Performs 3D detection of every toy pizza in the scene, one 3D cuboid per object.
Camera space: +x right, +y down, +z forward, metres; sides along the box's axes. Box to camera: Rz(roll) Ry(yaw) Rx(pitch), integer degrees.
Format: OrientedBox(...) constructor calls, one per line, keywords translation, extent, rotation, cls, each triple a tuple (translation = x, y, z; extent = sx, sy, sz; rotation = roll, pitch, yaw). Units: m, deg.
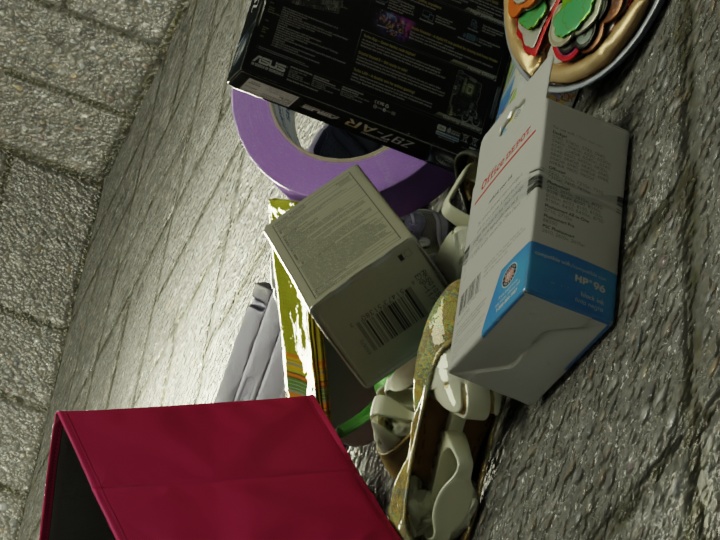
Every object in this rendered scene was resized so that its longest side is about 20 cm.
OrientedBox(translation=(0.156, -0.224, 1.555), extent=(0.200, 0.032, 0.201), rotation=(-32, 50, 49), cls="toy pizza")

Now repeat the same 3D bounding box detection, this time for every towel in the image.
OrientedBox(translation=(-0.052, 0.043, 1.770), extent=(0.086, 0.018, 0.201), rotation=(-170, 74, -66), cls="towel")

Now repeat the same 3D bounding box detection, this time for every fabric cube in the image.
OrientedBox(translation=(-0.106, 0.224, 1.547), extent=(0.200, 0.198, 0.197), rotation=(-126, 41, -52), cls="fabric cube")

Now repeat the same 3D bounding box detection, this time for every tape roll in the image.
OrientedBox(translation=(0.000, -0.142, 1.767), extent=(0.066, 0.199, 0.201), rotation=(43, -118, -66), cls="tape roll")

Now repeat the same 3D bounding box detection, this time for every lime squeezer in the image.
OrientedBox(translation=(0.014, 0.070, 1.711), extent=(0.038, 0.070, 0.200), rotation=(-44, 26, 27), cls="lime squeezer")

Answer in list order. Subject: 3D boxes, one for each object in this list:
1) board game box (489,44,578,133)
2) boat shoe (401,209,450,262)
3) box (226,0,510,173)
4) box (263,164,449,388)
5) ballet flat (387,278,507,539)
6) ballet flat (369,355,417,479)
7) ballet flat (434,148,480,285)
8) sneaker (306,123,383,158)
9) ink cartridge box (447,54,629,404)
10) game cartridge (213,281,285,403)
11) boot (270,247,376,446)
OrientedBox(translation=(0.150, -0.193, 1.653), extent=(0.134, 0.034, 0.201), rotation=(-123, 53, -74), cls="board game box")
OrientedBox(translation=(0.034, -0.012, 1.799), extent=(0.202, 0.064, 0.075), rotation=(-116, 47, -72), cls="boat shoe")
OrientedBox(translation=(0.016, -0.183, 1.668), extent=(0.044, 0.199, 0.161), rotation=(150, 137, -69), cls="box")
OrientedBox(translation=(0.000, 0.000, 1.610), extent=(0.095, 0.078, 0.200), rotation=(-35, 21, 2), cls="box")
OrientedBox(translation=(0.065, 0.107, 1.487), extent=(0.071, 0.070, 0.201), rotation=(-130, 53, -75), cls="ballet flat")
OrientedBox(translation=(0.041, 0.096, 1.616), extent=(0.200, 0.063, 0.069), rotation=(129, 155, -56), cls="ballet flat")
OrientedBox(translation=(0.088, -0.018, 1.578), extent=(0.200, 0.068, 0.068), rotation=(-88, 24, -52), cls="ballet flat")
OrientedBox(translation=(0.037, -0.135, 1.822), extent=(0.200, 0.070, 0.108), rotation=(-41, 0, -33), cls="sneaker")
OrientedBox(translation=(0.121, -0.029, 1.458), extent=(0.116, 0.068, 0.201), rotation=(129, 156, -51), cls="ink cartridge box")
OrientedBox(translation=(-0.067, 0.126, 1.907), extent=(0.038, 0.129, 0.201), rotation=(4, -73, -65), cls="game cartridge")
OrientedBox(translation=(-0.026, 0.049, 1.832), extent=(0.096, 0.073, 0.201), rotation=(154, 106, -74), cls="boot")
